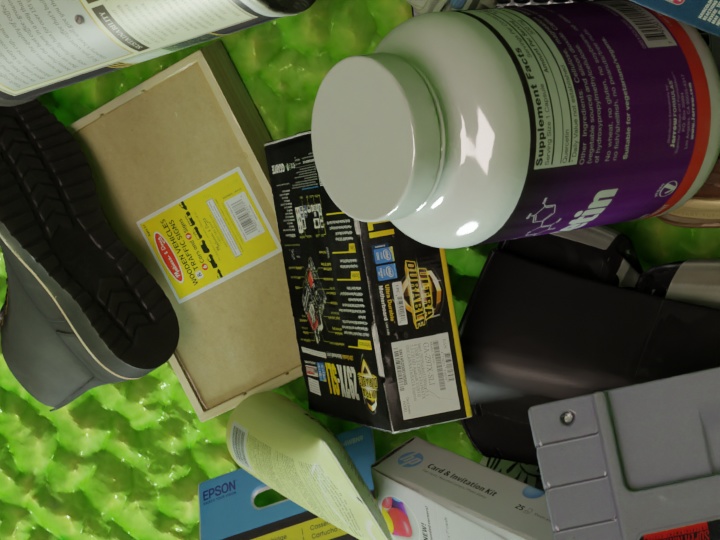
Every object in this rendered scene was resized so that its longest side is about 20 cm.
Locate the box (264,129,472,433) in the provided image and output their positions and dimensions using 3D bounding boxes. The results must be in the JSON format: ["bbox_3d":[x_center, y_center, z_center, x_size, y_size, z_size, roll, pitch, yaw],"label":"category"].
[{"bbox_3d":[0.000,0.000,1.248,0.049,0.200,0.161,-12,92,-13],"label":"box"}]

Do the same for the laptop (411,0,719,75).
[{"bbox_3d":[0.089,-0.152,1.204,0.186,0.116,0.202,2,107,26],"label":"laptop"}]

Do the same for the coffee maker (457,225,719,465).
[{"bbox_3d":[0.150,0.062,1.201,0.198,0.192,0.136,10,127,24],"label":"coffee maker"}]

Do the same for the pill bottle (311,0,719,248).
[{"bbox_3d":[0.076,-0.072,1.118,0.112,0.199,0.114,14,108,49],"label":"pill bottle"}]

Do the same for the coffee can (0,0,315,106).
[{"bbox_3d":[-0.138,-0.187,1.285,0.199,0.146,0.148,-14,100,29],"label":"coffee can"}]

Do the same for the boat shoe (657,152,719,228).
[{"bbox_3d":[0.235,-0.068,1.172,0.198,0.072,0.068,-4,128,24],"label":"boat shoe"}]

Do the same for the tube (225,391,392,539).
[{"bbox_3d":[-0.027,0.109,1.293,0.058,0.200,0.052,14,92,-17],"label":"tube"}]

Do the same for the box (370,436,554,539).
[{"bbox_3d":[0.096,0.191,1.219,0.199,0.041,0.157,18,128,43],"label":"box"}]

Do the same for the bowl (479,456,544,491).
[{"bbox_3d":[0.134,0.179,1.303,0.199,0.094,0.203,9,111,24],"label":"bowl"}]

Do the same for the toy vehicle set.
[{"bbox_3d":[-0.090,-0.021,1.385,0.124,0.026,0.201,-24,95,30],"label":"toy vehicle set"}]

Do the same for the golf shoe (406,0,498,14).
[{"bbox_3d":[0.054,-0.195,1.111,0.097,0.079,0.200,34,139,-2],"label":"golf shoe"}]

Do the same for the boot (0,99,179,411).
[{"bbox_3d":[-0.210,-0.007,1.410,0.138,0.077,0.201,-29,90,53],"label":"boot"}]

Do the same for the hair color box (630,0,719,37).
[{"bbox_3d":[0.209,-0.145,1.100,0.199,0.100,0.061,19,121,-22],"label":"hair color box"}]

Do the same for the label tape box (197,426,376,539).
[{"bbox_3d":[-0.018,0.211,1.395,0.142,0.066,0.202,-21,67,30],"label":"label tape box"}]

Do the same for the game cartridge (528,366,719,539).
[{"bbox_3d":[0.189,0.108,1.094,0.198,0.038,0.131,-12,73,3],"label":"game cartridge"}]
